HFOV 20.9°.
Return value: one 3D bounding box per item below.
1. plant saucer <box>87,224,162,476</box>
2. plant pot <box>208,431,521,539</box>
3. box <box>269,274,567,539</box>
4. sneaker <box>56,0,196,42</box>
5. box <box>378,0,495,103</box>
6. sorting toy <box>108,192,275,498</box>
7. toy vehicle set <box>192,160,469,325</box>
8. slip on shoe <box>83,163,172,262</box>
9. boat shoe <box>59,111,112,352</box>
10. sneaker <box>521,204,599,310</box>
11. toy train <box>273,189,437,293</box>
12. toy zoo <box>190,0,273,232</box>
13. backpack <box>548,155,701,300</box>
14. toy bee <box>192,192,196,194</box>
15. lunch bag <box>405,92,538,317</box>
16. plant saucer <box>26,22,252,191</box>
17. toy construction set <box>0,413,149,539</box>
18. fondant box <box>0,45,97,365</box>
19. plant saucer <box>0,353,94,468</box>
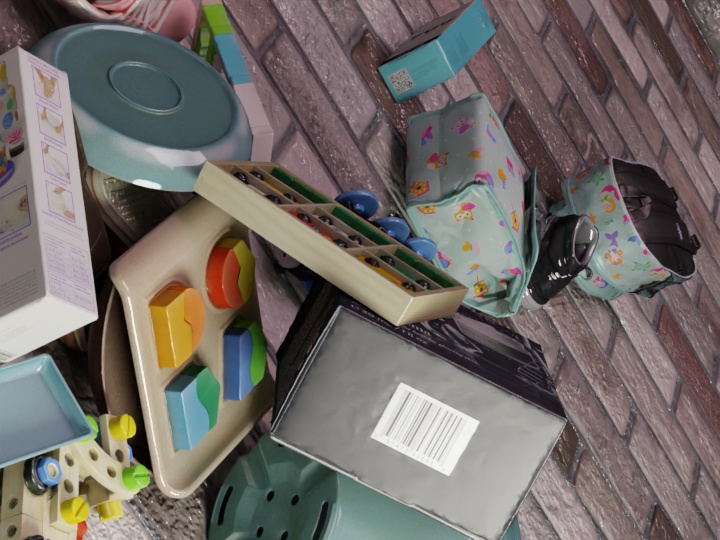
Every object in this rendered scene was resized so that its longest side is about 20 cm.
[{"bbox_3d":[-0.161,0.062,1.540,0.200,0.037,0.201,-4,94,-62],"label":"plant saucer"},{"bbox_3d":[-0.005,0.227,1.594,0.196,0.200,0.200,28,44,-41],"label":"plant pot"},{"bbox_3d":[0.042,0.094,1.546,0.200,0.124,0.197,27,11,-8],"label":"box"},{"bbox_3d":[-0.202,-0.234,1.680,0.200,0.075,0.105,25,5,-46],"label":"sneaker"},{"bbox_3d":[0.093,-0.262,2.301,0.049,0.082,0.200,61,27,-11],"label":"box"},{"bbox_3d":[-0.121,0.052,1.539,0.185,0.036,0.200,-46,130,-54],"label":"sorting toy"},{"bbox_3d":[-0.022,-0.024,1.525,0.200,0.027,0.124,33,14,17],"label":"toy vehicle set"},{"bbox_3d":[-0.188,-0.023,1.593,0.200,0.061,0.074,58,35,-45],"label":"slip on shoe"},{"bbox_3d":[-0.240,-0.033,1.495,0.072,0.068,0.200,-50,135,-68],"label":"boat shoe"},{"bbox_3d":[0.219,-0.059,2.330,0.075,0.114,0.200,23,49,-55],"label":"sneaker"},{"bbox_3d":[0.000,0.000,1.865,0.200,0.114,0.087,36,35,-47],"label":"toy train"},{"bbox_3d":[-0.115,-0.125,1.716,0.020,0.131,0.200,-8,54,-20],"label":"toy zoo"},{"bbox_3d":[0.331,-0.053,2.493,0.200,0.151,0.178,17,51,-66],"label":"backpack"},{"bbox_3d":[-0.168,-0.128,1.660,0.131,0.109,0.200,35,4,27],"label":"toy bee"},{"bbox_3d":[0.135,-0.067,2.174,0.200,0.122,0.170,57,24,-36],"label":"lunch bag"},{"bbox_3d":[-0.176,-0.140,1.572,0.200,0.027,0.200,19,36,-14],"label":"plant saucer"},{"bbox_3d":[-0.198,0.185,1.373,0.131,0.092,0.200,36,28,-47],"label":"toy construction set"},{"bbox_3d":[-0.264,-0.036,1.361,0.058,0.144,0.200,25,47,-53],"label":"fondant box"},{"bbox_3d":[-0.271,0.110,1.292,0.200,0.019,0.070,-17,69,-47],"label":"plant saucer"}]
